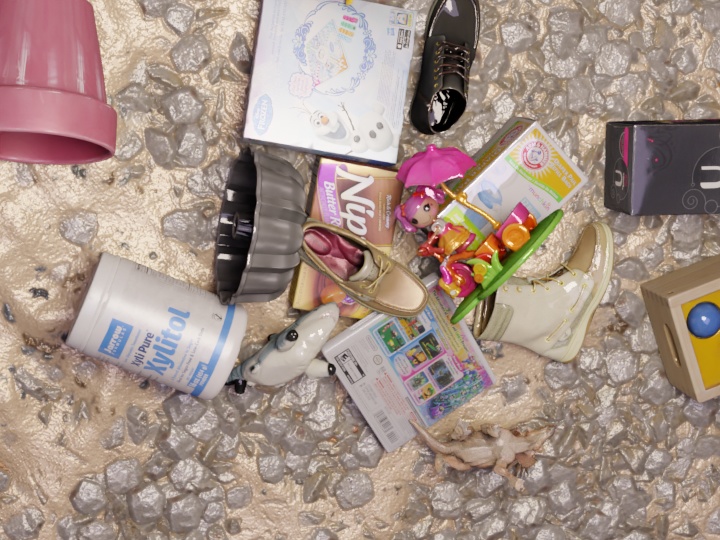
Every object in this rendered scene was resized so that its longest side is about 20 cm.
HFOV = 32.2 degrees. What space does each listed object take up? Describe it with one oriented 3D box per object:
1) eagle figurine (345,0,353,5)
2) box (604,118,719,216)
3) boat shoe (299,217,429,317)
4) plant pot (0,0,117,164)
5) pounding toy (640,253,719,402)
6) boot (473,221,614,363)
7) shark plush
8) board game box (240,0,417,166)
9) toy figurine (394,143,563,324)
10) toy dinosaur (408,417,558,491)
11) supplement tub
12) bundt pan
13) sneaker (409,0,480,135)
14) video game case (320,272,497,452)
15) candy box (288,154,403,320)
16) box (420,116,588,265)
[{"bbox_3d":[0.000,-0.402,1.530,0.199,0.152,0.151,-4,138,7],"label":"eagle figurine"},{"bbox_3d":[0.438,-0.140,1.667,0.199,0.106,0.123,-3,100,-9],"label":"box"},{"bbox_3d":[0.000,0.000,1.569,0.200,0.066,0.074,27,86,-8],"label":"boat shoe"},{"bbox_3d":[-0.385,-0.231,1.475,0.199,0.200,0.180,3,84,-10],"label":"plant pot"},{"bbox_3d":[0.517,0.091,1.703,0.184,0.142,0.201,-21,103,-5],"label":"pounding toy"},{"bbox_3d":[0.245,0.016,1.674,0.154,0.072,0.201,15,101,-18],"label":"boot"},{"bbox_3d":[-0.106,0.113,1.618,0.091,0.083,0.200,32,128,-27],"label":"shark plush"},{"bbox_3d":[-0.040,-0.247,1.580,0.198,0.043,0.201,9,87,-12],"label":"board game box"},{"bbox_3d":[0.115,-0.062,1.529,0.184,0.150,0.200,43,116,-1],"label":"toy figurine"},{"bbox_3d":[0.165,0.244,1.698,0.199,0.136,0.086,5,87,9],"label":"toy dinosaur"},{"bbox_3d":[-0.255,0.071,1.572,0.199,0.132,0.132,22,96,-13],"label":"supplement tub"},{"bbox_3d":[-0.120,-0.051,1.543,0.076,0.202,0.203,7,99,-19],"label":"bundt pan"},{"bbox_3d":[0.120,-0.268,1.588,0.075,0.106,0.201,10,98,-11],"label":"sneaker"},{"bbox_3d":[0.068,0.126,1.665,0.182,0.024,0.200,-33,121,-3],"label":"video game case"},{"bbox_3d":[-0.018,-0.043,1.631,0.116,0.056,0.201,10,100,-11],"label":"candy box"},{"bbox_3d":[0.180,-0.094,1.632,0.200,0.101,0.113,-44,104,0],"label":"box"}]
